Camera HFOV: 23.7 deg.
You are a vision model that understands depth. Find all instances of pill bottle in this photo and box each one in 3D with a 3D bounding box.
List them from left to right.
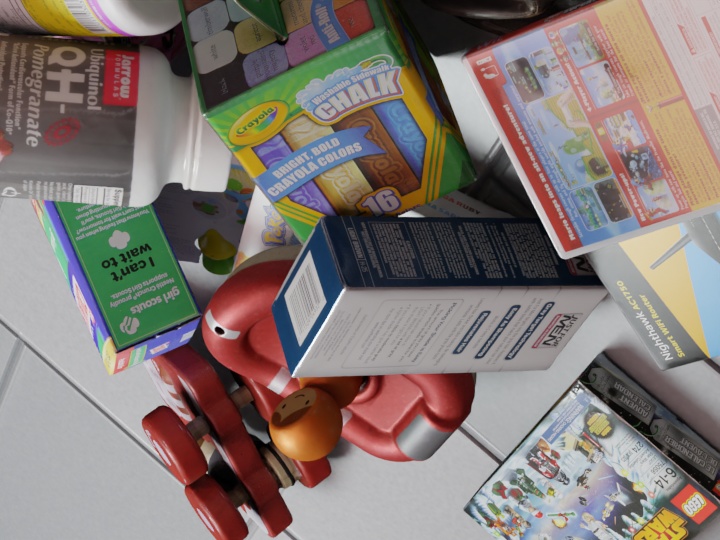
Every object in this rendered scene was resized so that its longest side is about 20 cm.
[{"bbox_3d":[-0.212,-0.212,1.166,0.199,0.104,0.105,6,125,34],"label":"pill bottle"},{"bbox_3d":[-0.188,-0.101,1.167,0.199,0.111,0.111,4,135,-9],"label":"pill bottle"}]

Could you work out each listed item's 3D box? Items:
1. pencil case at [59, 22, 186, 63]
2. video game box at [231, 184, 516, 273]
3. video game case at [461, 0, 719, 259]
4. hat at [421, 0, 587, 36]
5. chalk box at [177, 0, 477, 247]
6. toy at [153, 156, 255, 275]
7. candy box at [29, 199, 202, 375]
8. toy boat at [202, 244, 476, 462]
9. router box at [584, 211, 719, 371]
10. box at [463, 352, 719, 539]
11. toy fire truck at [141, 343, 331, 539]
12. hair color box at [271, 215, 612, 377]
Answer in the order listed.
[{"bbox_3d":[-0.223,-0.194,1.283,0.199,0.087,0.083,11,155,34],"label":"pencil case"},{"bbox_3d":[0.000,0.000,1.257,0.182,0.047,0.200,27,137,8],"label":"video game box"},{"bbox_3d":[0.173,-0.096,0.990,0.199,0.017,0.143,-19,109,33],"label":"video game case"},{"bbox_3d":[0.077,-0.196,1.014,0.200,0.081,0.201,17,135,18],"label":"hat"},{"bbox_3d":[-0.029,-0.129,1.057,0.124,0.125,0.200,-23,141,10],"label":"chalk box"},{"bbox_3d":[-0.113,-0.079,1.302,0.115,0.047,0.201,9,137,12],"label":"toy"},{"bbox_3d":[-0.196,-0.030,1.298,0.201,0.077,0.169,64,167,4],"label":"candy box"},{"bbox_3d":[-0.025,0.079,1.214,0.200,0.131,0.131,33,137,-3],"label":"toy boat"},{"bbox_3d":[0.201,-0.043,1.070,0.149,0.051,0.200,-22,108,47],"label":"router box"},{"bbox_3d":[0.175,0.166,1.270,0.137,0.040,0.200,39,139,6],"label":"box"},{"bbox_3d":[-0.125,0.127,1.446,0.168,0.112,0.200,38,158,50],"label":"toy fire truck"},{"bbox_3d":[0.053,0.017,1.126,0.100,0.199,0.061,-58,41,45],"label":"hair color box"}]
